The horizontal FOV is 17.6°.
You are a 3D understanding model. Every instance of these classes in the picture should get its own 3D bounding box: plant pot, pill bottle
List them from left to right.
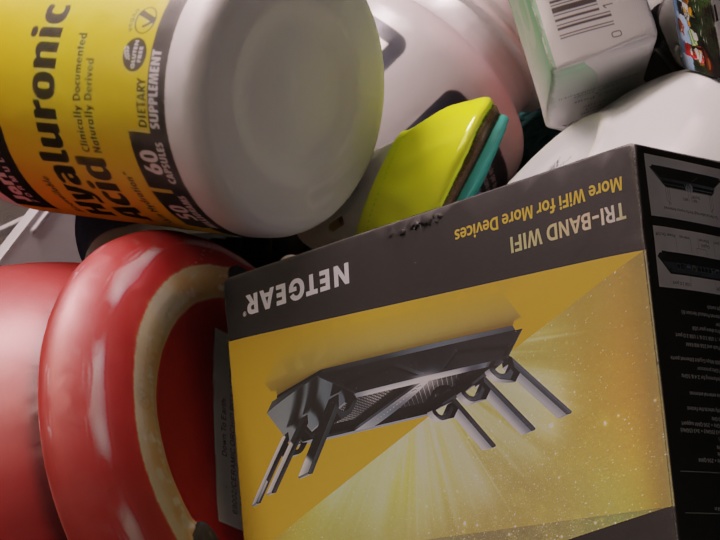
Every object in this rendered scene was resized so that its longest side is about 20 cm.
[{"bbox_3d":[-0.113,0.087,0.907,0.182,0.201,0.201,-21,28,32],"label":"plant pot"},{"bbox_3d":[-0.097,-0.075,0.920,0.199,0.112,0.111,7,49,41],"label":"pill bottle"},{"bbox_3d":[0.007,-0.062,1.108,0.200,0.120,0.119,-44,22,-13],"label":"pill bottle"}]

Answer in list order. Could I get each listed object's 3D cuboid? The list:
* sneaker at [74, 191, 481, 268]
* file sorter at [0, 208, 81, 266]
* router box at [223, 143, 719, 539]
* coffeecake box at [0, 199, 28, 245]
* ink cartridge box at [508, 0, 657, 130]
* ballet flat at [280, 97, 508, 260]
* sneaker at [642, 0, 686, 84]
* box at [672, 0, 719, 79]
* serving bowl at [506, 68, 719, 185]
[{"bbox_3d":[-0.025,-0.029,1.006,0.070,0.199,0.082,108,156,-46],"label":"sneaker"},{"bbox_3d":[-0.180,0.089,1.097,0.124,0.139,0.200,-21,28,45],"label":"file sorter"},{"bbox_3d":[0.041,0.060,0.786,0.199,0.052,0.158,-19,72,44],"label":"router box"},{"bbox_3d":[-0.128,-0.057,1.208,0.153,0.200,0.073,-22,28,37],"label":"coffeecake box"},{"bbox_3d":[0.072,-0.133,0.978,0.050,0.162,0.200,-16,-13,-4],"label":"ink cartridge box"},{"bbox_3d":[0.000,0.000,0.939,0.200,0.067,0.067,110,-173,-46],"label":"ballet flat"},{"bbox_3d":[0.151,-0.091,0.997,0.089,0.074,0.200,-62,7,5],"label":"sneaker"},{"bbox_3d":[0.203,-0.164,0.865,0.199,0.137,0.038,-17,18,-14],"label":"box"},{"bbox_3d":[0.086,-0.007,0.884,0.200,0.066,0.200,-46,10,11],"label":"serving bowl"}]
